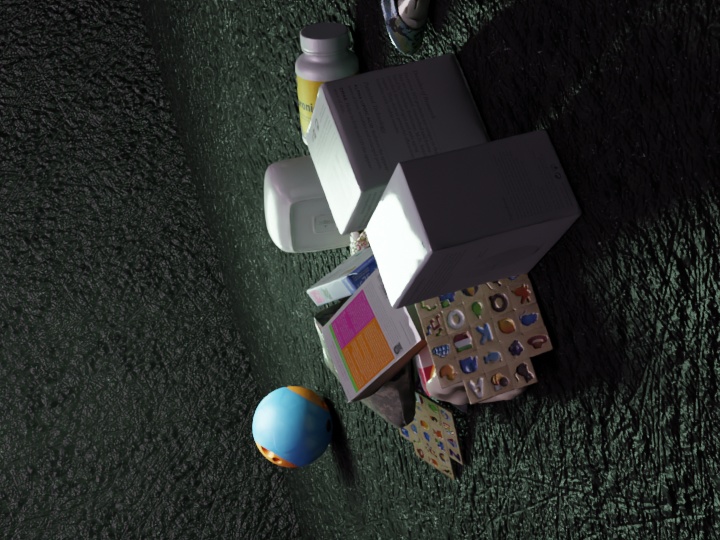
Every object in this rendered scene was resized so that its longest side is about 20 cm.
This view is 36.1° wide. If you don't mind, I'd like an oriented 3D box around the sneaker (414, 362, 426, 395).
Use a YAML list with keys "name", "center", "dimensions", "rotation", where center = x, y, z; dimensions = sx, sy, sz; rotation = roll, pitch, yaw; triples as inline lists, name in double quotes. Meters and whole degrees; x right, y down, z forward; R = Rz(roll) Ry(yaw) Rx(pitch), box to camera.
- name: "sneaker"
  center: [0.075, 0.151, 2.010]
  dimensions: [0.100, 0.075, 0.201]
  rotation: [28, -141, -78]

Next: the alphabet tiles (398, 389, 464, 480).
- name: "alphabet tiles"
  center: [0.118, 0.282, 1.948]
  dimensions: [0.167, 0.008, 0.200]
  rotation: [28, 145, 40]

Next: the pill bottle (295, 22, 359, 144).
- name: "pill bottle"
  center: [-0.054, -0.318, 1.898]
  dimensions: [0.111, 0.111, 0.201]
  rotation: [-129, 29, -53]

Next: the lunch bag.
- name: "lunch bag"
  center: [0.026, 0.153, 1.840]
  dimensions: [0.200, 0.117, 0.164]
  rotation: [47, 162, 31]

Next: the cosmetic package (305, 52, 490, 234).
- name: "cosmetic package"
  center: [0.050, -0.173, 1.530]
  dimensions: [0.165, 0.199, 0.166]
  rotation: [120, 131, -68]

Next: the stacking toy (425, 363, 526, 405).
- name: "stacking toy"
  center: [0.164, 0.084, 1.591]
  dimensions: [0.146, 0.145, 0.201]
  rotation: [120, 151, -67]

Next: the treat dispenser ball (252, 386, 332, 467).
- name: "treat dispenser ball"
  center: [-0.168, 0.390, 2.750]
  dimensions: [0.201, 0.200, 0.202]
  rotation: [164, 90, -73]

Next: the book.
- name: "book"
  center: [0.020, 0.093, 1.668]
  dimensions: [0.200, 0.048, 0.134]
  rotation: [-47, 63, 45]

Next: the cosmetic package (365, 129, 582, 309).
- name: "cosmetic package"
  center: [0.131, -0.061, 1.367]
  dimensions: [0.199, 0.199, 0.123]
  rotation: [119, 133, -65]

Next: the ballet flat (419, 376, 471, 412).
- name: "ballet flat"
  center: [0.122, 0.144, 1.818]
  dimensions: [0.073, 0.073, 0.201]
  rotation: [149, 104, -73]

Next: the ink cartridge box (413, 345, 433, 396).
- name: "ink cartridge box"
  center: [0.112, 0.083, 1.710]
  dimensions: [0.145, 0.084, 0.201]
  rotation: [123, 131, -89]

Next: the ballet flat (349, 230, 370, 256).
- name: "ballet flat"
  center: [0.019, -0.083, 1.903]
  dimensions: [0.064, 0.076, 0.200]
  rotation: [36, 143, -3]

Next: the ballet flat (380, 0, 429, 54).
- name: "ballet flat"
  center: [0.063, -0.399, 1.529]
  dimensions: [0.074, 0.074, 0.201]
  rotation: [-150, 43, -67]

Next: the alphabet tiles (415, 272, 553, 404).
- name: "alphabet tiles"
  center: [0.164, 0.071, 1.492]
  dimensions: [0.006, 0.166, 0.201]
  rotation: [15, -125, -64]

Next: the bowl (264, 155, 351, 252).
- name: "bowl"
  center: [-0.066, -0.108, 1.956]
  dimensions: [0.200, 0.199, 0.075]
  rotation: [92, 166, -47]

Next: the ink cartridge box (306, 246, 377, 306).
- name: "ink cartridge box"
  center: [0.000, 0.000, 1.815]
  dimensions: [0.042, 0.119, 0.200]
  rotation: [54, 154, -5]
